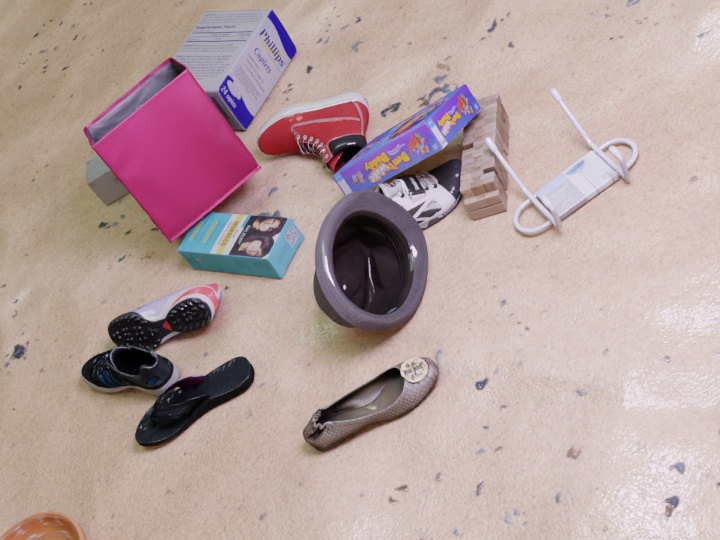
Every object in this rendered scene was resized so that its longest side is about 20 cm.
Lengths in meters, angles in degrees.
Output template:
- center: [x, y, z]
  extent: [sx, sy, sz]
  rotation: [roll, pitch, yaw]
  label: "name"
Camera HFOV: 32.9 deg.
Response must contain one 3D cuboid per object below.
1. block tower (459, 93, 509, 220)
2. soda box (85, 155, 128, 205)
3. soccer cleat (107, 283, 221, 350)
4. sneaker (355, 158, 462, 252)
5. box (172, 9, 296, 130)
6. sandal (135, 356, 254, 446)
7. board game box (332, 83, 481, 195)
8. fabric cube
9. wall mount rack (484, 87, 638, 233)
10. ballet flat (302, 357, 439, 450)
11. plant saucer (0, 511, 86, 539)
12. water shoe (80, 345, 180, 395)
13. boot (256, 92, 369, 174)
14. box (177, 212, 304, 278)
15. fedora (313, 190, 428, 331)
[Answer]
- center: [0.181, -0.170, 1.764]
  extent: [0.057, 0.054, 0.202]
  rotation: [-15, 46, 22]
  label: "block tower"
- center: [-0.394, -0.202, 2.189]
  extent: [0.198, 0.064, 0.069]
  rotation: [-29, 42, 11]
  label: "soda box"
- center: [-0.300, 0.071, 1.884]
  extent: [0.198, 0.069, 0.073]
  rotation: [-19, 20, 25]
  label: "soccer cleat"
- center: [0.070, -0.104, 1.757]
  extent: [0.200, 0.089, 0.074]
  rotation: [-41, 40, -7]
  label: "sneaker"
- center: [-0.243, -0.362, 2.198]
  extent: [0.182, 0.105, 0.201]
  rotation: [9, 59, 40]
  label: "box"
- center: [-0.246, 0.178, 1.748]
  extent: [0.199, 0.048, 0.076]
  rotation: [-33, 41, 4]
  label: "sandal"
- center: [0.067, -0.186, 1.782]
  extent: [0.199, 0.045, 0.135]
  rotation: [-26, 14, 43]
  label: "board game box"
- center: [-0.309, -0.202, 1.989]
  extent: [0.196, 0.200, 0.200]
  rotation: [-40, 22, -3]
  label: "fabric cube"
- center: [0.270, -0.150, 1.663]
  extent: [0.199, 0.075, 0.174]
  rotation: [-36, 44, 0]
  label: "wall mount rack"
- center: [0.010, 0.168, 1.579]
  extent: [0.199, 0.046, 0.068]
  rotation: [-29, 42, 9]
  label: "ballet flat"
- center: [-0.452, 0.429, 1.673]
  extent: [0.198, 0.038, 0.202]
  rotation: [-19, 44, 19]
  label: "plant saucer"
- center: [-0.358, 0.138, 1.840]
  extent: [0.198, 0.079, 0.072]
  rotation: [0, 53, 35]
  label: "water shoe"
- center: [-0.080, -0.200, 1.964]
  extent: [0.198, 0.073, 0.145]
  rotation: [-16, 47, 18]
  label: "boot"
- center: [-0.189, -0.042, 1.908]
  extent: [0.198, 0.049, 0.083]
  rotation: [5, 56, 38]
  label: "box"
- center: [0.000, 0.000, 1.682]
  extent: [0.090, 0.176, 0.202]
  rotation: [-34, 37, 50]
  label: "fedora"
